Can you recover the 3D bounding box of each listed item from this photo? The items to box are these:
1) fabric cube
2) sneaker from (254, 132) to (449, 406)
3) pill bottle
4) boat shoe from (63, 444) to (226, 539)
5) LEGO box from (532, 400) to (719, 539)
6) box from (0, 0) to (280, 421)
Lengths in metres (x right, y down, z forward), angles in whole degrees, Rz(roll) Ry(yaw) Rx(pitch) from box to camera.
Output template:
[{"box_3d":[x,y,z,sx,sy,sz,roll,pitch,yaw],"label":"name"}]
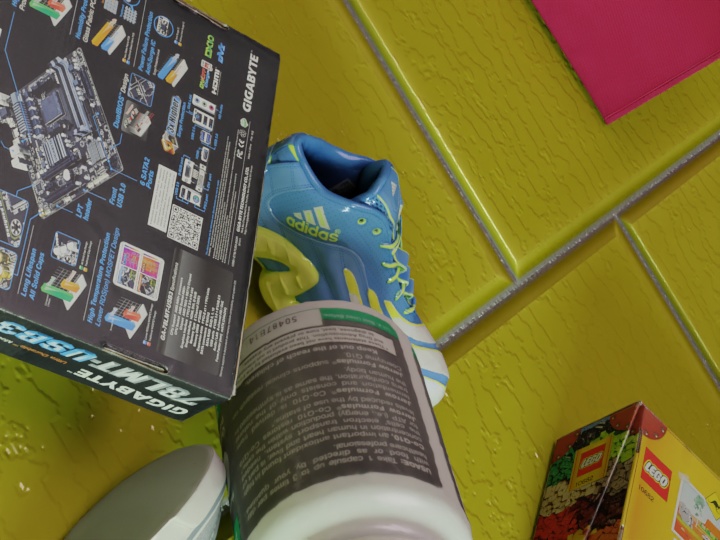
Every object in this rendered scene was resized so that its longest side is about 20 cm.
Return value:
[{"box_3d":[0.256,-0.272,1.322,0.200,0.196,0.200,56,38,-2],"label":"fabric cube"},{"box_3d":[0.000,0.000,0.938,0.200,0.105,0.076,43,41,-19],"label":"sneaker"},{"box_3d":[-0.008,0.115,0.801,0.113,0.113,0.200,32,24,-29],"label":"pill bottle"},{"box_3d":[-0.109,0.166,0.753,0.072,0.070,0.201,60,36,-25],"label":"boat shoe"},{"box_3d":[0.205,0.208,1.047,0.200,0.077,0.149,43,41,-19],"label":"LEGO box"},{"box_3d":[-0.137,-0.055,0.763,0.198,0.050,0.201,24,58,-32],"label":"box"}]
